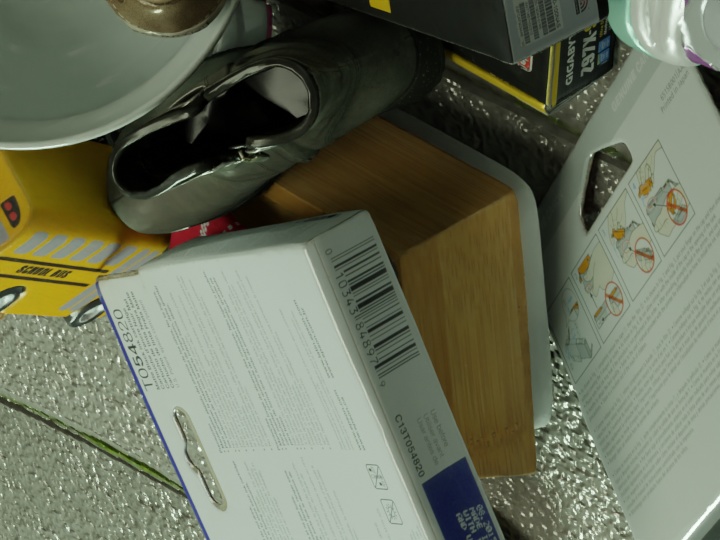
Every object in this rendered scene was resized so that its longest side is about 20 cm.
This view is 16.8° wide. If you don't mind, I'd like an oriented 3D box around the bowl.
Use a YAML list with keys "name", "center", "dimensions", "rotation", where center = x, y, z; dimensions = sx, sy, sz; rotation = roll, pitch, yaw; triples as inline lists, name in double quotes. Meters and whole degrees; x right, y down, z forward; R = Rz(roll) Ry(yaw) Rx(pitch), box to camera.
- name: "bowl"
  center: [-0.140, -0.146, 1.062]
  dimensions: [0.201, 0.201, 0.090]
  rotation: [51, 179, 6]

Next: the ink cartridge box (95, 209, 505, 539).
- name: "ink cartridge box"
  center: [-0.025, 0.076, 1.105]
  dimensions: [0.200, 0.041, 0.200]
  rotation: [-7, 109, 56]

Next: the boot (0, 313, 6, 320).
- name: "boot"
  center: [-0.248, -0.093, 1.372]
  dimensions: [0.175, 0.066, 0.200]
  rotation: [83, 162, -52]

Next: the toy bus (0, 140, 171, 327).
- name: "toy bus"
  center: [-0.152, -0.022, 1.158]
  dimensions: [0.078, 0.200, 0.065]
  rotation: [-35, 78, 14]

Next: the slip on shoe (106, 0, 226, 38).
- name: "slip on shoe"
  center: [-0.083, -0.197, 0.988]
  dimensions: [0.061, 0.076, 0.201]
  rotation: [57, -146, -84]

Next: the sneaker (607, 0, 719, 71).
- name: "sneaker"
  center: [0.155, -0.149, 0.877]
  dimensions: [0.140, 0.078, 0.200]
  rotation: [24, 144, 35]

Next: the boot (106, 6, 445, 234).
- name: "boot"
  center: [-0.069, -0.059, 1.046]
  dimensions: [0.200, 0.131, 0.068]
  rotation: [-26, 91, 37]

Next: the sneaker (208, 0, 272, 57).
- name: "sneaker"
  center: [-0.120, -0.161, 1.169]
  dimensions: [0.200, 0.088, 0.081]
  rotation: [58, 151, 31]

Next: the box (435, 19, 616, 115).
- name: "box"
  center: [0.038, -0.186, 1.008]
  dimensions: [0.160, 0.049, 0.201]
  rotation: [35, 141, 31]

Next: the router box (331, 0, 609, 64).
- name: "router box"
  center: [0.012, -0.192, 0.925]
  dimensions: [0.157, 0.052, 0.201]
  rotation: [26, 136, 49]

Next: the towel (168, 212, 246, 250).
- name: "towel"
  center: [-0.030, 0.062, 1.161]
  dimensions: [0.200, 0.022, 0.145]
  rotation: [45, 145, 25]

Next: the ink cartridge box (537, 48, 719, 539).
- name: "ink cartridge box"
  center: [0.144, 0.010, 1.050]
  dimensions: [0.200, 0.043, 0.174]
  rotation: [118, 138, -54]

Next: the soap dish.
- name: "soap dish"
  center: [0.000, 0.000, 1.165]
  dimensions: [0.200, 0.081, 0.158]
  rotation: [31, 139, 43]

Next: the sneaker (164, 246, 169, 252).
- name: "sneaker"
  center: [-0.120, -0.005, 1.342]
  dimensions: [0.200, 0.076, 0.081]
  rotation: [19, 142, 44]

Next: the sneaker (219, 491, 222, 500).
- name: "sneaker"
  center: [0.008, 0.148, 1.303]
  dimensions: [0.200, 0.079, 0.074]
  rotation: [31, 138, 30]

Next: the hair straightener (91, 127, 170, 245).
- name: "hair straightener"
  center: [-0.126, -0.074, 1.276]
  dimensions: [0.200, 0.041, 0.077]
  rotation: [62, 150, 15]
